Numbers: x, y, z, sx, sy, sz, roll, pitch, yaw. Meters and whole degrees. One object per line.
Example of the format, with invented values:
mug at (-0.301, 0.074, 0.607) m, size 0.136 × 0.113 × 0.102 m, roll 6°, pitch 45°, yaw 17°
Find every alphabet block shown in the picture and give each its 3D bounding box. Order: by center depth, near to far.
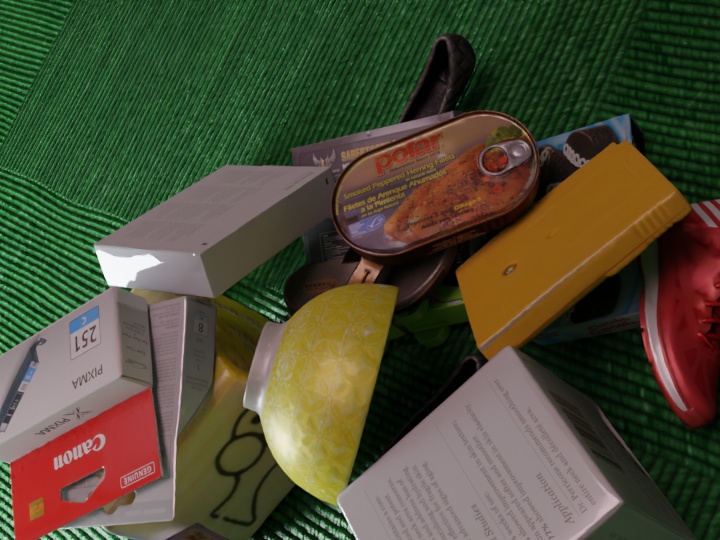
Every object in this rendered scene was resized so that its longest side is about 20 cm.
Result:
alphabet block at (-0.172, 0.148, 1.130) m, size 0.200 × 0.195 × 0.196 m, roll -49°, pitch 50°, yaw 7°

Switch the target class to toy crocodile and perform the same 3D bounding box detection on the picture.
toy crocodile at (0.031, 0.044, 1.103) m, size 0.199 × 0.067 × 0.062 m, roll -16°, pitch 54°, yaw 31°

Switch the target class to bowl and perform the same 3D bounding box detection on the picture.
bowl at (-0.042, 0.098, 0.975) m, size 0.107 × 0.200 × 0.201 m, roll 15°, pitch 76°, yaw 1°

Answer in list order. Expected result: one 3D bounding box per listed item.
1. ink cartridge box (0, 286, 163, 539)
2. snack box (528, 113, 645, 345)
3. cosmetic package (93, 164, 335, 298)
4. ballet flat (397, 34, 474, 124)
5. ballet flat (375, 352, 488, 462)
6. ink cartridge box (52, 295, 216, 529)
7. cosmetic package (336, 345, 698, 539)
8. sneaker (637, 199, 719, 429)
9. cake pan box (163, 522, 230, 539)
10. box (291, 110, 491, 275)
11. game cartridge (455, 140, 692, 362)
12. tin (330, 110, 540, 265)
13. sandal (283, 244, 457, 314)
ink cartridge box at (-0.270, 0.135, 1.000) m, size 0.200 × 0.045 × 0.177 m, roll -29°, pitch 56°, yaw 26°
snack box at (0.209, -0.037, 1.023) m, size 0.116 × 0.037 × 0.201 m, roll -15°, pitch 61°, yaw 32°
cosmetic package at (-0.138, -0.045, 1.090) m, size 0.150 × 0.052 × 0.200 m, roll 3°, pitch 29°, yaw 39°
ballet flat at (0.059, -0.156, 1.162) m, size 0.066 × 0.057 × 0.201 m, roll 30°, pitch 101°, yaw 37°
ballet flat at (0.059, 0.155, 1.036) m, size 0.200 × 0.057 × 0.066 m, roll -52°, pitch 47°, yaw 6°
ink cartridge box at (-0.209, 0.135, 1.014) m, size 0.160 × 0.047 × 0.201 m, roll -13°, pitch 68°, yaw 33°
cosmetic package at (0.125, 0.203, 0.889) m, size 0.200 × 0.166 × 0.168 m, roll -43°, pitch 49°, yaw 13°
sneaker at (0.294, 0.024, 0.902) m, size 0.115 × 0.078 × 0.201 m, roll -21°, pitch 59°, yaw 31°
cake pan box at (-0.103, 0.356, 1.019) m, size 0.199 × 0.052 × 0.185 m, roll 14°, pitch 111°, yaw 39°
box at (0.030, -0.065, 1.125) m, size 0.199 × 0.048 × 0.159 m, roll -10°, pitch 87°, yaw 32°
game cartridge at (0.173, -0.021, 0.938) m, size 0.200 × 0.032 × 0.176 m, roll -39°, pitch 17°, yaw 13°
tin at (0.070, -0.076, 1.023) m, size 0.199 × 0.042 × 0.112 m, roll -20°, pitch 71°, yaw 6°
sandal at (0.000, 0.000, 1.069) m, size 0.199 × 0.055 × 0.082 m, roll -7°, pitch 54°, yaw 33°
